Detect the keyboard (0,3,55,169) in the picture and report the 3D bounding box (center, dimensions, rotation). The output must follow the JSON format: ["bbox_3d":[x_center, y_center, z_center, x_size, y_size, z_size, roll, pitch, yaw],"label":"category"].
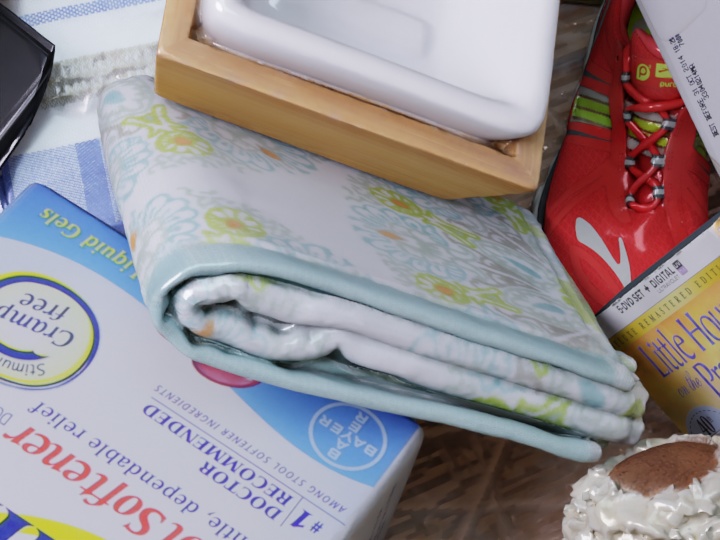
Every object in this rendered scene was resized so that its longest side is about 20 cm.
[{"bbox_3d":[-0.225,-0.088,1.123,0.200,0.021,0.127,36,86,22],"label":"keyboard"}]

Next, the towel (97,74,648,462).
[{"bbox_3d":[0.000,0.000,1.042,0.199,0.048,0.171,18,19,-21],"label":"towel"}]

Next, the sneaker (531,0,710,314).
[{"bbox_3d":[0.116,-0.061,1.141,0.076,0.085,0.201,9,61,-1],"label":"sneaker"}]

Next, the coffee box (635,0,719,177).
[{"bbox_3d":[0.216,-0.104,1.129,0.199,0.080,0.115,-5,64,-42],"label":"coffee box"}]

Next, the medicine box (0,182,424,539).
[{"bbox_3d":[-0.108,0.100,0.999,0.182,0.103,0.200,32,52,10],"label":"medicine box"}]

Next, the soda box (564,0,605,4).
[{"bbox_3d":[0.016,-0.169,1.198,0.199,0.064,0.068,5,62,-4],"label":"soda box"}]

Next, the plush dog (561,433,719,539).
[{"bbox_3d":[0.131,0.186,1.000,0.172,0.161,0.200,-42,52,-8],"label":"plush dog"}]

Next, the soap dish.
[{"bbox_3d":[0.002,-0.133,1.074,0.157,0.081,0.201,19,59,-18],"label":"soap dish"}]

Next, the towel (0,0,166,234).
[{"bbox_3d":[-0.099,-0.113,1.131,0.146,0.024,0.201,-13,85,-4],"label":"towel"}]

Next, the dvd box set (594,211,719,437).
[{"bbox_3d":[0.180,0.069,1.020,0.029,0.146,0.200,-41,88,-20],"label":"dvd box set"}]
